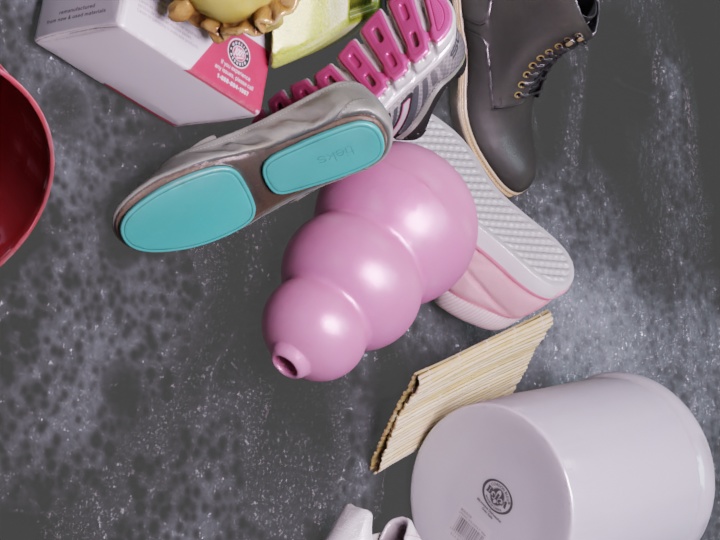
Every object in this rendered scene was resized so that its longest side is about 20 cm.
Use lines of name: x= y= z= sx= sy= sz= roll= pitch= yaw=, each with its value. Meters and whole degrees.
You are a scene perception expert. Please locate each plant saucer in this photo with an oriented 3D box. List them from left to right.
plant saucer: x=-0.015 y=-0.247 z=1.397 sx=0.200 sy=0.047 sz=0.202 roll=-50 pitch=145 yaw=-76

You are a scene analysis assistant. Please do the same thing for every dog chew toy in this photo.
dog chew toy: x=0.000 y=0.000 z=1.442 sx=0.200 sy=0.124 sz=0.125 roll=-52 pitch=126 yaw=-31

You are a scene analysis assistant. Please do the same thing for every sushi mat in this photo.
sushi mat: x=0.081 y=0.094 z=1.575 sx=0.199 sy=0.012 sz=0.096 roll=-22 pitch=144 yaw=-51

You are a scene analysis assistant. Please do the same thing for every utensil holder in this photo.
utensil holder: x=0.160 y=0.173 z=1.586 sx=0.199 sy=0.169 sz=0.172 roll=-3 pitch=89 yaw=-51

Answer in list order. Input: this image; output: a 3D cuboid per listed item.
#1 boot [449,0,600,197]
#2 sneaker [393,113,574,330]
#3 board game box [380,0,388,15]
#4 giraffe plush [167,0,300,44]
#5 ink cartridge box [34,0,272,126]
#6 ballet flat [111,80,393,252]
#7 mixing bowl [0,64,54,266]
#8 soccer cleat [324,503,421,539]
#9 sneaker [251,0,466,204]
boot: x=0.143 y=-0.160 z=1.621 sx=0.077 sy=0.137 sz=0.202 roll=-37 pitch=116 yaw=-47
sneaker: x=0.067 y=-0.033 z=1.573 sx=0.200 sy=0.105 sz=0.075 roll=45 pitch=44 yaw=-2
board game box: x=0.047 y=-0.239 z=1.493 sx=0.030 sy=0.200 sz=0.097 roll=12 pitch=74 yaw=-11
giraffe plush: x=-0.047 y=-0.215 z=1.240 sx=0.172 sy=0.161 sz=0.201 roll=40 pitch=34 yaw=-33
ink cartridge box: x=-0.123 y=-0.216 z=1.326 sx=0.147 sy=0.085 sz=0.202 roll=30 pitch=61 yaw=-47
ballet flat: x=-0.074 y=-0.070 z=1.341 sx=0.064 sy=0.198 sz=0.068 roll=-113 pitch=-179 yaw=-50
mixing bowl: x=-0.272 y=-0.077 z=1.062 sx=0.200 sy=0.200 sz=0.109 roll=29 pitch=26 yaw=-47
soccer cleat: x=0.042 y=0.238 z=1.499 sx=0.200 sy=0.069 sz=0.087 roll=35 pitch=71 yaw=-44
sneaker: x=0.001 y=-0.111 z=1.417 sx=0.074 sy=0.200 sz=0.087 roll=52 pitch=10 yaw=29
